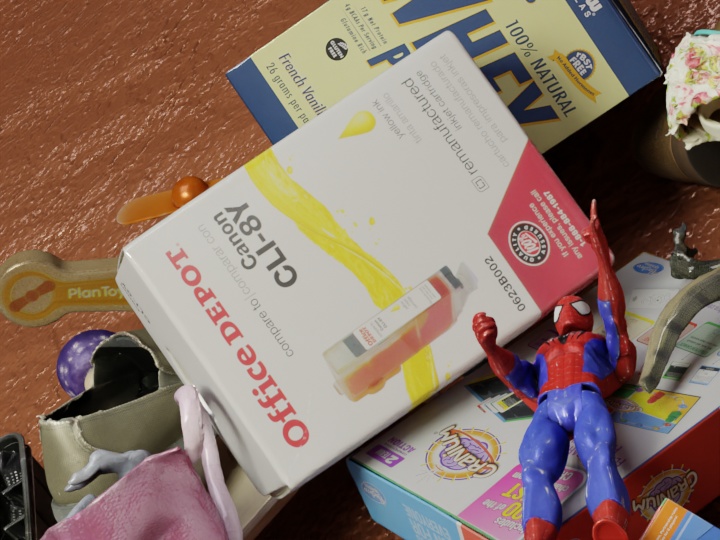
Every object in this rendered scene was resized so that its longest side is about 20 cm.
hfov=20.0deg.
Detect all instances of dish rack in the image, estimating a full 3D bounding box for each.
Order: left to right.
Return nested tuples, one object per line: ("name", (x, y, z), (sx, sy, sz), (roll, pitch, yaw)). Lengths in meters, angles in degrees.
("dish rack", (-0.269, 0.210, 1.277), (0.200, 0.055, 0.153), (-36, 30, 10))

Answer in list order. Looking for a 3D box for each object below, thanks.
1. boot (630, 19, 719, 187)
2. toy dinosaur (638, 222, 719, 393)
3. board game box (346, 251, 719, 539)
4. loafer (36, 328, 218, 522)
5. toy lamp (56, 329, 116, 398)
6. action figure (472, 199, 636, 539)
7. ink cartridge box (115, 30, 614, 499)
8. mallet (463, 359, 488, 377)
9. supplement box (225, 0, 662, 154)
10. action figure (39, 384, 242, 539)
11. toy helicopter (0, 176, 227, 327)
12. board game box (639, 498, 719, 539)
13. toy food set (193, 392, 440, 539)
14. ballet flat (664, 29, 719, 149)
("boot", (0.219, -0.134, 1.147), (0.200, 0.074, 0.075), (-53, 22, -14))
("toy dinosaur", (0.194, -0.013, 0.973), (0.200, 0.047, 0.088), (-28, 31, -14))
("board game box", (0.114, 0.072, 0.971), (0.200, 0.040, 0.153), (-33, 26, -19))
("loafer", (-0.101, 0.058, 1.103), (0.075, 0.070, 0.200), (-7, 27, 37))
("toy lamp", (-0.146, 0.095, 1.198), (0.058, 0.058, 0.200), (-41, 25, 2))
("action figure", (0.085, 0.046, 0.889), (0.065, 0.099, 0.200), (-15, 24, 15))
("ink cartridge box", (0.000, 0.000, 1.010), (0.200, 0.145, 0.083), (-35, -4, -12))
("mallet", (0.044, 0.043, 1.151), (0.066, 0.041, 0.200), (-34, 35, 7))
("supplement box", (0.055, -0.121, 1.172), (0.200, 0.134, 0.200), (-34, 4, 11))
("action figure", (-0.068, 0.178, 0.991), (0.149, 0.200, 0.134), (-43, -11, -5))
("toy helicopter", (-0.121, -0.001, 1.234), (0.200, 0.132, 0.079), (-3, 31, -9))
("board game box", (0.117, 0.199, 0.820), (0.103, 0.019, 0.200), (31, 69, 13))
("toy food set", (-0.048, 0.116, 1.144), (0.200, 0.060, 0.144), (-49, 24, 3))
("ballet flat", (0.243, -0.077, 1.023), (0.200, 0.076, 0.064), (9, 68, 34))
